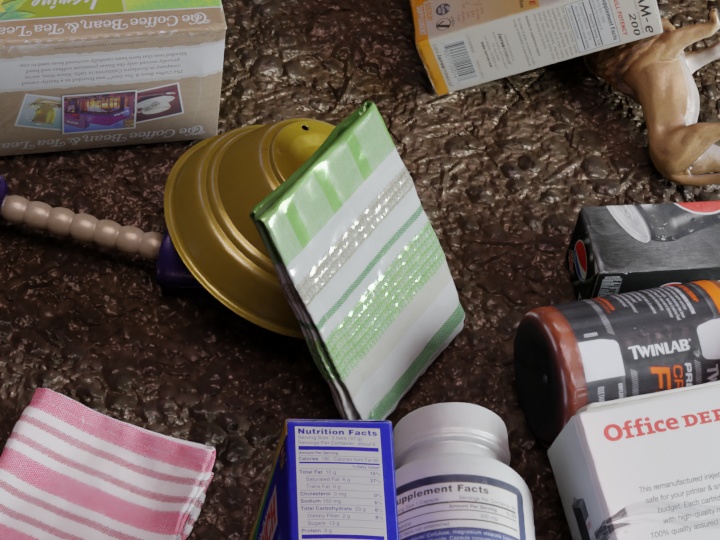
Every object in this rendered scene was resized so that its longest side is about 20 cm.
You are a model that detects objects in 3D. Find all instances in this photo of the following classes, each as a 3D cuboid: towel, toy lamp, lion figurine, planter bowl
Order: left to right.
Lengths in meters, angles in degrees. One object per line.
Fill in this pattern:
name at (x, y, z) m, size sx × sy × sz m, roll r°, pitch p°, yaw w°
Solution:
towel at (-0.197, 0.180, 1.311) m, size 0.146 × 0.030 × 0.201 m, roll 18°, pitch 52°, yaw 7°
toy lamp at (-0.196, -0.030, 1.457) m, size 0.199 × 0.058 × 0.058 m, roll 17°, pitch 52°, yaw 4°
planter bowl at (-0.040, -0.052, 1.444) m, size 0.199 × 0.084 × 0.201 m, roll 17°, pitch 46°, yaw -19°
towel at (0.000, 0.000, 1.389) m, size 0.031 × 0.201 × 0.149 m, roll 3°, pitch 39°, yaw 41°
lion figurine at (0.259, -0.138, 1.598) m, size 0.122 × 0.072 × 0.201 m, roll -21°, pitch 59°, yaw 17°

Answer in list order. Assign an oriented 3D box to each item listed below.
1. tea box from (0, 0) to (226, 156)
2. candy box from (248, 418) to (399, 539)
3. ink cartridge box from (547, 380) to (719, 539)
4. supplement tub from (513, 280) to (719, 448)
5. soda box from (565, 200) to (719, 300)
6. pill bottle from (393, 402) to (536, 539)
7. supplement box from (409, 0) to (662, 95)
tea box at (-0.222, -0.210, 1.543) m, size 0.199 × 0.134 × 0.198 m, roll -7°, pitch 54°, yaw -13°
candy box at (-0.024, 0.220, 1.217) m, size 0.077 × 0.170 × 0.201 m, roll 5°, pitch 51°, yaw -9°
ink cartridge box at (0.227, 0.187, 1.308) m, size 0.143 × 0.084 × 0.201 m, roll -9°, pitch 69°, yaw -15°
supplement tub at (0.220, 0.065, 1.413) m, size 0.199 × 0.107 × 0.107 m, roll -9°, pitch 54°, yaw -15°
soda box at (0.266, -0.010, 1.506) m, size 0.199 × 0.063 × 0.071 m, roll -3°, pitch 53°, yaw -11°
pill bottle at (0.063, 0.194, 1.287) m, size 0.110 × 0.111 × 0.201 m, roll 3°, pitch 52°, yaw -6°
supplement box at (0.142, -0.239, 1.612) m, size 0.199 × 0.074 × 0.127 m, roll -15°, pitch 51°, yaw 10°
